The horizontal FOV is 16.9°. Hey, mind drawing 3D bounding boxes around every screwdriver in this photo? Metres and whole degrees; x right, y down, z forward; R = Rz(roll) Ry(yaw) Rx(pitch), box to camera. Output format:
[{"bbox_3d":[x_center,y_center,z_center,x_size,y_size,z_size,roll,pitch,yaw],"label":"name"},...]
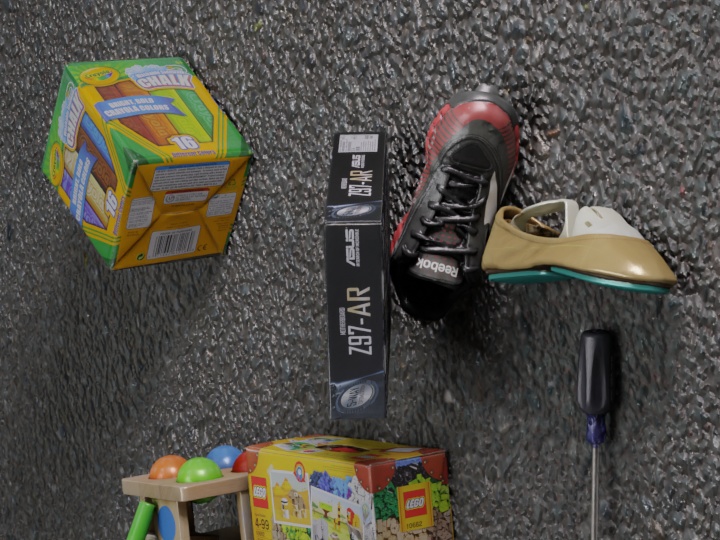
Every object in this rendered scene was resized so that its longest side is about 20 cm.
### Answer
[{"bbox_3d":[0.168,0.140,1.739,0.029,0.028,0.200,-99,8,-77],"label":"screwdriver"}]

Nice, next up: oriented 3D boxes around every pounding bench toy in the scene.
[{"bbox_3d":[-0.156,0.241,2.113,0.124,0.200,0.156,-2,95,58],"label":"pounding bench toy"}]

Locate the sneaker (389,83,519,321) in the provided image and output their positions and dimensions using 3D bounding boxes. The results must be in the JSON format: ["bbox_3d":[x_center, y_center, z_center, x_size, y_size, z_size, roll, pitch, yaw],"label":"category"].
[{"bbox_3d":[0.069,-0.042,1.792,0.098,0.071,0.200,-80,8,-51],"label":"sneaker"}]

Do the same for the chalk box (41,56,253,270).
[{"bbox_3d":[-0.204,-0.113,2.192,0.200,0.125,0.124,52,137,38],"label":"chalk box"}]

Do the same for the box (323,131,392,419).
[{"bbox_3d":[0.000,0.000,1.850,0.200,0.044,0.160,-86,-6,-67],"label":"box"}]

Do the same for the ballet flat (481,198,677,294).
[{"bbox_3d":[0.150,-0.019,1.702,0.200,0.069,0.063,5,86,57],"label":"ballet flat"}]

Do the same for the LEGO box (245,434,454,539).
[{"bbox_3d":[-0.008,0.218,1.987,0.200,0.077,0.149,0,96,58],"label":"LEGO box"}]
